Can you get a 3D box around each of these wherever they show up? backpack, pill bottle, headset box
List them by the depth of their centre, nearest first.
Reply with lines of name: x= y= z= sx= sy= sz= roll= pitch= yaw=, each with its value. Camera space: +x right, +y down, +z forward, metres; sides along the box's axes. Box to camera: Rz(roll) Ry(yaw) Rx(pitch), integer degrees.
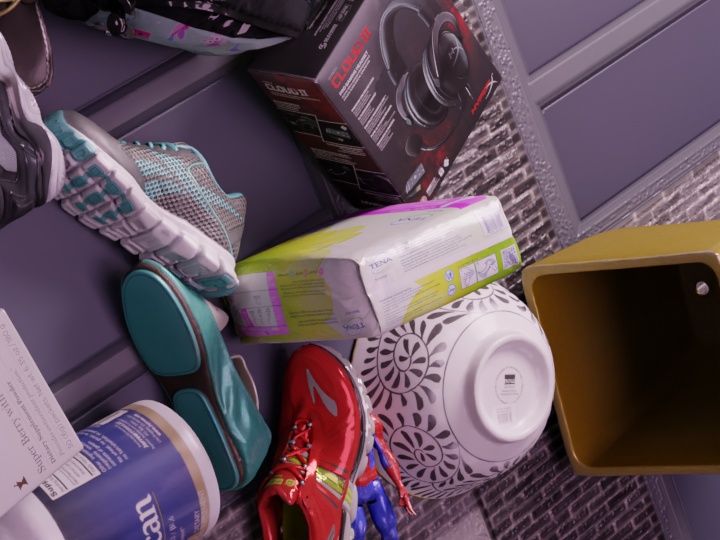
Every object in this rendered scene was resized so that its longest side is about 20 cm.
pill bottle: x=-0.207 y=0.182 z=1.556 sx=0.199 sy=0.111 sz=0.112 roll=-28 pitch=109 yaw=-34
backpack: x=-0.128 y=-0.234 z=1.591 sx=0.199 sy=0.126 sz=0.168 roll=15 pitch=86 yaw=-36
headset box: x=0.010 y=-0.160 z=1.710 sx=0.149 sy=0.077 sz=0.200 roll=-59 pitch=138 yaw=-21

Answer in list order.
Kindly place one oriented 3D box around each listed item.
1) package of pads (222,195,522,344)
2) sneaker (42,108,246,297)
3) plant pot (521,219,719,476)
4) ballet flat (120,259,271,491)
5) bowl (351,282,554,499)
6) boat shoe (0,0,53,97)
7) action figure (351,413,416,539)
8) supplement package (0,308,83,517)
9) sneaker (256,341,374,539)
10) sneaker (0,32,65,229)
package of pads: x=0.000 y=0.000 z=1.655 sx=0.154 sy=0.200 sz=0.069 roll=-24 pitch=101 yaw=-35
sneaker: x=-0.158 y=-0.065 z=1.621 sx=0.200 sy=0.077 sz=0.092 roll=43 pitch=51 yaw=-35
plant pot: x=0.287 y=0.046 z=1.900 sx=0.200 sy=0.193 sz=0.197 roll=-35 pitch=113 yaw=-49
ballet flat: x=-0.121 y=0.069 z=1.656 sx=0.070 sy=0.067 sz=0.201 roll=-46 pitch=122 yaw=-49
bowl: x=0.096 y=0.093 z=1.803 sx=0.200 sy=0.094 sz=0.202 roll=-1 pitch=92 yaw=-37
boat shoe: x=-0.266 y=-0.206 z=1.524 sx=0.072 sy=0.060 sz=0.202 roll=-39 pitch=115 yaw=-30
action figure: x=0.004 y=0.185 z=1.760 sx=0.065 sy=0.052 sz=0.201 roll=-15 pitch=101 yaw=-10
supplement package: x=-0.311 y=0.127 z=1.465 sx=0.200 sy=0.119 sz=0.122 roll=-41 pitch=116 yaw=-29
sneaker: x=-0.042 y=0.156 z=1.695 sx=0.085 sy=0.077 sz=0.201 roll=1 pitch=91 yaw=-58
sneaker: x=-0.284 y=-0.103 z=1.493 sx=0.114 sy=0.075 sz=0.201 roll=-54 pitch=126 yaw=-39
